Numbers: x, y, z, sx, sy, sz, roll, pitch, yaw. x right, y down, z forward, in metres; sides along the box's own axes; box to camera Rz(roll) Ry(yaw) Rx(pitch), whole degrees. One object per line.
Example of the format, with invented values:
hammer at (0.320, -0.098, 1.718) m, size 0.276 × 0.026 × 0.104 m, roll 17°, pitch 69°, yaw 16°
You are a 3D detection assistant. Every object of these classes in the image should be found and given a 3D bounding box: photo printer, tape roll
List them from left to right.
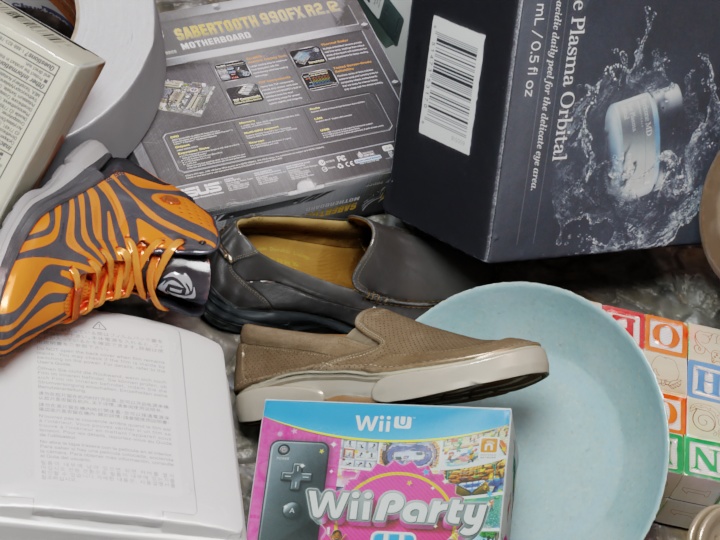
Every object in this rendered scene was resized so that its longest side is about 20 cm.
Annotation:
tape roll at (-0.221, -0.138, 1.732) m, size 0.200 × 0.066 × 0.201 m, roll -1°, pitch 62°, yaw 1°
photo printer at (-0.152, 0.097, 1.594) m, size 0.166 × 0.070 × 0.200 m, roll 7°, pitch 36°, yaw -14°

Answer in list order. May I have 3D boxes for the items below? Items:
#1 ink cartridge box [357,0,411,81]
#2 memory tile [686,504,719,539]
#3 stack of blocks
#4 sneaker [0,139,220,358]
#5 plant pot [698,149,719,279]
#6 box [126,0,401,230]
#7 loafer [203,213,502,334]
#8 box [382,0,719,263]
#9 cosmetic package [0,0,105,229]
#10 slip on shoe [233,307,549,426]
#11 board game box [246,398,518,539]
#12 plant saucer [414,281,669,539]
ink cartridge box at (0.072, -0.190, 1.892) m, size 0.146 × 0.083 × 0.200 m, roll -20°, pitch 65°, yaw -29°
memory tile at (0.246, 0.195, 1.662) m, size 0.200 × 0.017 × 0.154 m, roll -33°, pitch 106°, yaw -33°
stack of blocks at (0.179, 0.091, 1.739) m, size 0.200 × 0.059 × 0.115 m, roll 13°, pitch 52°, yaw -9°
sneaker at (-0.144, -0.002, 1.606) m, size 0.112 × 0.078 × 0.200 m, roll 23°, pitch 38°, yaw 7°
plant pot at (0.310, -0.030, 1.752) m, size 0.174 × 0.200 × 0.201 m, roll 12°, pitch 49°, yaw -38°
box at (-0.070, -0.099, 1.801) m, size 0.200 × 0.048 × 0.159 m, roll -13°, pitch 59°, yaw -26°
loafer at (0.000, 0.000, 1.737) m, size 0.200 × 0.072 × 0.073 m, roll -2°, pitch 55°, yaw -21°
box at (0.136, -0.119, 1.755) m, size 0.200 × 0.197 × 0.117 m, roll -6°, pitch 21°, yaw -34°
cosmetic package at (-0.241, -0.057, 1.615) m, size 0.103 × 0.200 × 0.087 m, roll 31°, pitch 8°, yaw 2°
slip on shoe at (0.014, 0.050, 1.643) m, size 0.076 × 0.200 × 0.061 m, roll 7°, pitch 76°, yaw -57°
board game box at (0.007, 0.175, 1.571) m, size 0.147 × 0.064 × 0.200 m, roll 1°, pitch 58°, yaw 9°
plant saucer at (0.092, 0.108, 1.655) m, size 0.201 × 0.201 × 0.039 m, roll 55°, pitch 14°, yaw 22°
